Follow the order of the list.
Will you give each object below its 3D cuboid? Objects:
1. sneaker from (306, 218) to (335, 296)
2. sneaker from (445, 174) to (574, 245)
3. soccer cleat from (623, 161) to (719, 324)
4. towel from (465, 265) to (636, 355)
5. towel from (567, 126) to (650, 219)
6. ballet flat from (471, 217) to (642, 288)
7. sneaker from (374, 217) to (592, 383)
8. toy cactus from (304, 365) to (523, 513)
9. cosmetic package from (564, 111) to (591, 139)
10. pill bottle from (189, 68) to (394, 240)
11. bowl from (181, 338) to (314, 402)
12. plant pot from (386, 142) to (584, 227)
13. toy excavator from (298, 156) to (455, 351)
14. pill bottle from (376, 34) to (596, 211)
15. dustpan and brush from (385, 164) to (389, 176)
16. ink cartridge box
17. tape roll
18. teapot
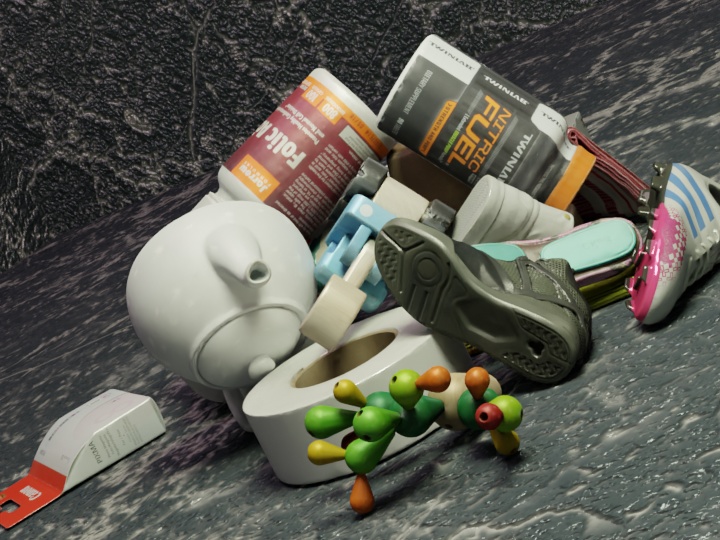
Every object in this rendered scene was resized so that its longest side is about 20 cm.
[{"bbox_3d":[-0.001,-0.056,1.672,0.093,0.070,0.200,-8,45,25],"label":"sneaker"},{"bbox_3d":[0.124,0.006,1.515,0.200,0.115,0.074,-55,22,41],"label":"sneaker"},{"bbox_3d":[0.277,-0.023,1.355,0.200,0.086,0.070,-70,-2,-49],"label":"soccer cleat"},{"bbox_3d":[0.168,0.033,1.475,0.199,0.018,0.086,-22,13,22],"label":"towel"},{"bbox_3d":[0.217,-0.099,1.657,0.023,0.144,0.200,-58,18,-10],"label":"towel"},{"bbox_3d":[0.155,0.005,1.422,0.199,0.069,0.071,-15,-29,-4],"label":"ballet flat"},{"bbox_3d":[0.109,0.015,1.344,0.114,0.199,0.077,-30,-35,-60],"label":"sneaker"},{"bbox_3d":[0.058,0.116,1.230,0.199,0.103,0.165,-21,-6,38],"label":"toy cactus"},{"bbox_3d":[0.182,-0.105,1.891,0.199,0.091,0.107,-19,13,20],"label":"cosmetic package"},{"bbox_3d":[-0.071,-0.096,1.613,0.200,0.114,0.114,-47,13,-2],"label":"pill bottle"},{"bbox_3d":[-0.094,0.073,1.738,0.199,0.075,0.200,-25,11,9],"label":"bowl"},{"bbox_3d":[0.114,-0.065,1.638,0.199,0.175,0.200,-24,12,6],"label":"plant pot"},{"bbox_3d":[0.000,0.000,1.459,0.201,0.100,0.194,-60,3,-20],"label":"toy excavator"},{"bbox_3d":[0.123,-0.129,1.518,0.107,0.199,0.106,-58,-1,-2],"label":"pill bottle"},{"bbox_3d":[0.069,-0.093,1.741,0.200,0.139,0.057,119,162,-45],"label":"dustpan and brush"},{"bbox_3d":[-0.326,0.201,1.758,0.199,0.057,0.162,-26,11,-22],"label":"ink cartridge box"},{"bbox_3d":[0.000,0.105,1.394,0.202,0.071,0.203,-26,12,6],"label":"tape roll"},{"bbox_3d":[-0.118,0.045,1.502,0.197,0.146,0.200,-43,-35,19],"label":"teapot"}]
